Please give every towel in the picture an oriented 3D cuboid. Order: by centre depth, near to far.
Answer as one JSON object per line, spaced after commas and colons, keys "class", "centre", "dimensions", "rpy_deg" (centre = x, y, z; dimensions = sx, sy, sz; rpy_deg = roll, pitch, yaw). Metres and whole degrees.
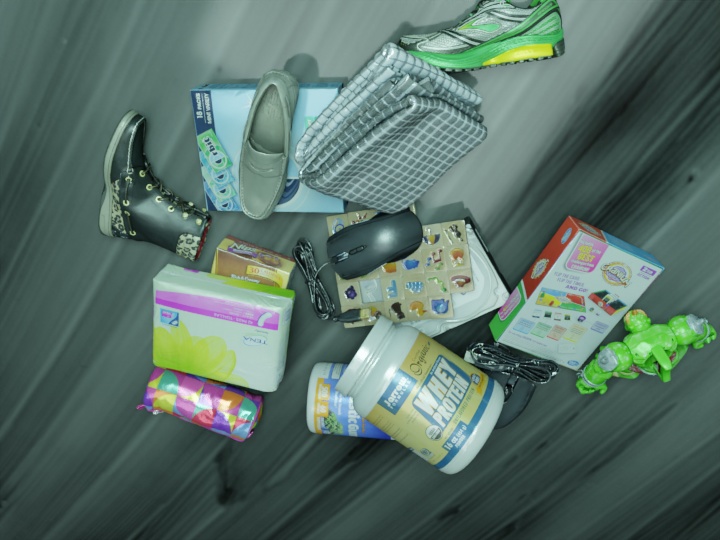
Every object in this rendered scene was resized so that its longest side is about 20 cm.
{"class": "towel", "centre": [0.040, -0.155, 0.755], "dimensions": [0.165, 0.086, 0.200], "rpy_deg": [13, 142, -43]}

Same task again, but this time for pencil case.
{"class": "pencil case", "centre": [-0.264, 0.223, 1.043], "dimensions": [0.199, 0.088, 0.089], "rpy_deg": [17, 117, 0]}

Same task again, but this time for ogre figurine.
{"class": "ogre figurine", "centre": [0.401, 0.111, 0.863], "dimensions": [0.199, 0.099, 0.120], "rpy_deg": [-7, 156, 15]}

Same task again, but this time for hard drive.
{"class": "hard drive", "centre": [0.104, 0.026, 0.919], "dimensions": [0.199, 0.038, 0.140], "rpy_deg": [-26, 109, 20]}

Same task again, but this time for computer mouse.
{"class": "computer mouse", "centre": [0.000, 0.000, 0.876], "dimensions": [0.199, 0.046, 0.141], "rpy_deg": [-16, 92, 19]}
{"class": "computer mouse", "centre": [0.202, 0.191, 0.939], "dimensions": [0.138, 0.053, 0.200], "rpy_deg": [14, 139, 0]}

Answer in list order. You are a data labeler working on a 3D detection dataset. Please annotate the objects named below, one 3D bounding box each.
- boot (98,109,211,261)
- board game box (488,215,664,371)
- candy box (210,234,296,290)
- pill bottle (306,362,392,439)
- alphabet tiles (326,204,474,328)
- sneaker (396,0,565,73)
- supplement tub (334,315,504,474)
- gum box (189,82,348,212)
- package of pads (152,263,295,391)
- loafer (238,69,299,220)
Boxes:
{"class": "boot", "centre": [-0.284, -0.113, 0.887], "dimensions": [0.153, 0.074, 0.204], "rpy_deg": [21, 123, -5]}
{"class": "board game box", "centre": [0.300, 0.039, 0.876], "dimensions": [0.152, 0.040, 0.200], "rpy_deg": [21, 118, -18]}
{"class": "candy box", "centre": [-0.181, 0.057, 0.965], "dimensions": [0.116, 0.057, 0.201], "rpy_deg": [19, 116, -1]}
{"class": "pill bottle", "centre": [0.022, 0.207, 0.977], "dimensions": [0.199, 0.112, 0.113], "rpy_deg": [3, 116, 7]}
{"class": "alphabet tiles", "centre": [0.057, -0.009, 0.885], "dimensions": [0.199, 0.008, 0.168], "rpy_deg": [-7, 96, 18]}
{"class": "sneaker", "centre": [0.141, -0.286, 0.747], "dimensions": [0.199, 0.078, 0.086], "rpy_deg": [-9, 108, 2]}
{"class": "supplement tub", "centre": [0.079, 0.167, 0.855], "dimensions": [0.200, 0.145, 0.145], "rpy_deg": [33, 117, 4]}
{"class": "gum box", "centre": [-0.121, -0.167, 0.851], "dimensions": [0.199, 0.045, 0.171], "rpy_deg": [2, 116, 8]}
{"class": "package of pads", "centre": [-0.204, 0.089, 0.915], "dimensions": [0.199, 0.068, 0.155], "rpy_deg": [12, 117, 4]}
{"class": "loafer", "centre": [-0.124, -0.154, 0.793], "dimensions": [0.070, 0.070, 0.201], "rpy_deg": [13, 117, 1]}
